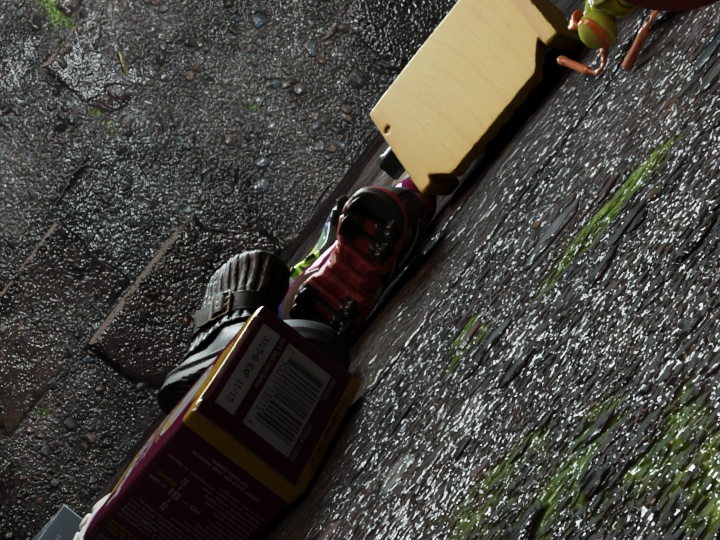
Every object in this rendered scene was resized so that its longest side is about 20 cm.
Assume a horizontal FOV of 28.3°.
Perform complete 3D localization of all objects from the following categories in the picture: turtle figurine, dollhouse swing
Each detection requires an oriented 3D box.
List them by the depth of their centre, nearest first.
[{"bbox_3d":[0.203,-0.221,1.060,0.162,0.064,0.200,-53,5,-7],"label":"turtle figurine"},{"bbox_3d":[0.144,-0.174,1.425,0.200,0.175,0.183,-49,47,20],"label":"dollhouse swing"}]

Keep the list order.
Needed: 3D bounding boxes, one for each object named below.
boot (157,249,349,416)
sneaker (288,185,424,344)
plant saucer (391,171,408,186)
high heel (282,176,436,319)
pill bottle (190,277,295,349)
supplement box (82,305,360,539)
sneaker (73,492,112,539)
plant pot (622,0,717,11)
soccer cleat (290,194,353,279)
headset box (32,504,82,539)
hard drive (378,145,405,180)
[{"bbox_3d":[-0.081,0.048,1.273,0.209,0.080,0.159,-15,34,34],"label":"boot"},{"bbox_3d":[0.000,0.000,1.332,0.098,0.071,0.202,-30,-26,-55],"label":"sneaker"},{"bbox_3d":[0.093,-0.146,1.688,0.201,0.032,0.200,-52,5,6],"label":"plant saucer"},{"bbox_3d":[0.001,-0.019,1.440,0.199,0.067,0.097,-33,24,26],"label":"high heel"},{"bbox_3d":[-0.126,0.086,1.586,0.112,0.112,0.200,-49,5,25],"label":"pill bottle"},{"bbox_3d":[-0.107,0.145,1.093,0.200,0.103,0.131,-48,8,38],"label":"supplement box"},{"bbox_3d":[-0.299,0.349,1.664,0.083,0.080,0.202,-17,39,51],"label":"sneaker"},{"bbox_3d":[0.189,-0.241,0.780,0.201,0.199,0.177,-53,-5,-12],"label":"plant pot"},{"bbox_3d":[-0.040,-0.005,1.829,0.201,0.064,0.084,-60,-21,-28],"label":"soccer cleat"},{"bbox_3d":[-0.517,0.495,2.311,0.200,0.092,0.175,-45,9,51],"label":"headset box"},{"bbox_3d":[0.100,-0.200,1.595,0.200,0.033,0.140,-50,3,22],"label":"hard drive"}]
